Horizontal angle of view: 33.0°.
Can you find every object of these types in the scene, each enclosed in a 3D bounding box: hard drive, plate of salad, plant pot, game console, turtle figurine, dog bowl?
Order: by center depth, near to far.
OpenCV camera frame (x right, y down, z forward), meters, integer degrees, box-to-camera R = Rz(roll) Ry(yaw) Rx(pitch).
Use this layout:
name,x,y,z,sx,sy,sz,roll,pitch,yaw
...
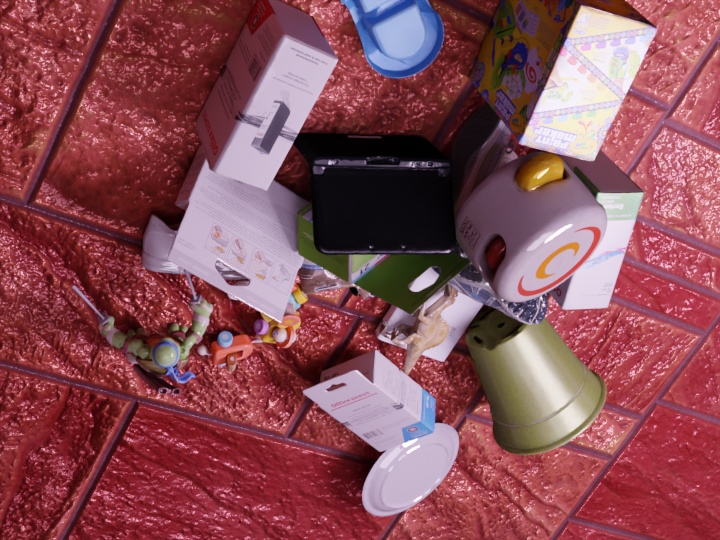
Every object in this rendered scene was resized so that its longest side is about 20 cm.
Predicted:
name,x,y,z,sx,sy,sz,roll,pitch,yaw
dog bowl,0.034,-0.347,1.579,0.111,0.050,0.201,-27,126,1
game console,0.017,-0.107,1.646,0.198,0.176,0.118,0,112,-18
turtle figurine,-0.284,0.068,1.694,0.144,0.194,0.201,-39,92,-14
hard drive,0.127,0.041,1.882,0.131,0.027,0.201,21,115,-28
plant pot,0.257,0.151,1.917,0.199,0.200,0.191,-31,114,4
plate of salad,0.080,0.329,2.041,0.199,0.048,0.201,-25,138,-24

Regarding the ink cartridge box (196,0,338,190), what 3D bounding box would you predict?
name,x,y,z,sx,sy,sz,roll,pitch,yaw
ink cartridge box,-0.124,-0.226,1.549,0.083,0.145,0.201,20,115,-28

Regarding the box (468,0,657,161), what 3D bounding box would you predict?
name,x,y,z,sx,sy,sz,roll,pitch,yaw
box,0.258,-0.284,1.599,0.121,0.201,0.194,10,120,-24

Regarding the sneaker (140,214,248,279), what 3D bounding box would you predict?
name,x,y,z,sx,sy,sz,roll,pitch,yaw
sneaker,-0.204,-0.040,1.701,0.198,0.075,0.089,3,105,-21

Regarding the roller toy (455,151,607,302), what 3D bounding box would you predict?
name,x,y,z,sx,sy,sz,roll,pitch,yaw
roller toy,0.224,-0.063,1.636,0.182,0.140,0.200,-41,155,11

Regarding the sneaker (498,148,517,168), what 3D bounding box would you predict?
name,x,y,z,sx,sy,sz,roll,pitch,yaw
sneaker,0.152,-0.099,1.764,0.199,0.081,0.075,-37,124,7

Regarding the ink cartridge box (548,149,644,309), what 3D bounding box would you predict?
name,x,y,z,sx,sy,sz,roll,pitch,yaw
ink cartridge box,0.324,-0.063,1.798,0.083,0.145,0.202,-3,123,-22

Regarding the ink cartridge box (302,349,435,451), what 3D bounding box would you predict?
name,x,y,z,sx,sy,sz,roll,pitch,yaw
ink cartridge box,0.015,0.195,1.899,0.115,0.067,0.200,-23,132,31

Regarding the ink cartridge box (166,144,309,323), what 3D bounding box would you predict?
name,x,y,z,sx,sy,sz,roll,pitch,yaw
ink cartridge box,-0.163,-0.049,1.656,0.199,0.045,0.178,32,69,-32

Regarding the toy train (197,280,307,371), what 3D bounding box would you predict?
name,x,y,z,sx,sy,sz,roll,pitch,yaw
toy train,-0.150,0.087,1.769,0.149,0.056,0.201,-10,149,-25

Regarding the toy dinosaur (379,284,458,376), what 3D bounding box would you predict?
name,x,y,z,sx,sy,sz,roll,pitch,yaw
toy dinosaur,0.085,0.100,1.856,0.100,0.058,0.201,13,118,-26

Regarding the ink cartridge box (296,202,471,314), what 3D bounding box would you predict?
name,x,y,z,sx,sy,sz,roll,pitch,yaw
ink cartridge box,0.034,-0.044,1.658,0.148,0.199,0.076,-38,143,-37

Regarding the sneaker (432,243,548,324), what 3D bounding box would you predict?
name,x,y,z,sx,sy,sz,roll,pitch,yaw
sneaker,0.192,0.015,1.812,0.199,0.086,0.078,33,70,-17

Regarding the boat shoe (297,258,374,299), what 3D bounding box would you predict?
name,x,y,z,sx,sy,sz,roll,pitch,yaw
boat shoe,0.000,0.000,1.773,0.198,0.072,0.073,-1,107,-20

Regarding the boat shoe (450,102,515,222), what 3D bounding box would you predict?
name,x,y,z,sx,sy,sz,roll,pitch,yaw
boat shoe,0.167,-0.149,1.708,0.065,0.074,0.203,32,78,-34
